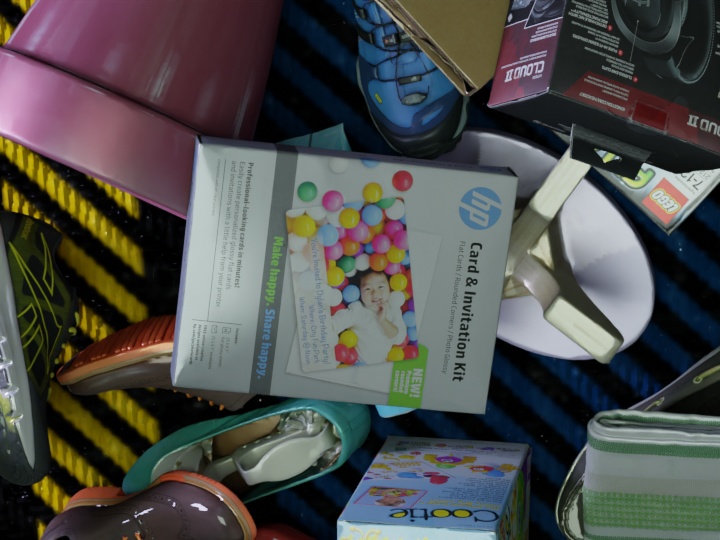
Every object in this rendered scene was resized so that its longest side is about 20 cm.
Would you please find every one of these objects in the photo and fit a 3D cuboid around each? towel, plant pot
[{"bbox_3d":[0.222,0.167,1.543,0.149,0.031,0.200,3,135,7],"label":"towel"},{"bbox_3d":[-0.139,-0.141,1.521,0.200,0.200,0.179,24,88,5],"label":"plant pot"}]

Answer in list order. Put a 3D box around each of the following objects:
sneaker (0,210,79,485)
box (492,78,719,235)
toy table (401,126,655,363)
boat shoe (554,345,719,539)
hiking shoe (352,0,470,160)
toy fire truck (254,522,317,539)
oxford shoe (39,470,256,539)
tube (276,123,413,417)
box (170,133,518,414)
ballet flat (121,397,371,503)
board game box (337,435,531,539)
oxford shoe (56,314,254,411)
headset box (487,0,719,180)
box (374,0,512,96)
[{"bbox_3d":[-0.226,0.046,1.590,0.074,0.084,0.201,-29,68,52],"label":"sneaker"},{"bbox_3d":[0.167,-0.130,1.538,0.200,0.035,0.110,41,105,0],"label":"box"},{"bbox_3d":[0.102,-0.011,1.532,0.200,0.117,0.184,26,104,5],"label":"toy table"},{"bbox_3d":[0.208,0.119,1.567,0.202,0.060,0.072,-42,92,15],"label":"boat shoe"},{"bbox_3d":[0.018,-0.167,1.494,0.074,0.087,0.200,-17,68,16],"label":"hiking shoe"},{"bbox_3d":[-0.093,0.269,1.636,0.168,0.112,0.200,22,104,24],"label":"toy fire truck"},{"bbox_3d":[-0.149,0.188,1.592,0.200,0.073,0.071,-16,111,47],"label":"oxford shoe"},{"bbox_3d":[0.000,0.000,1.584,0.077,0.050,0.200,-14,100,47],"label":"tube"},{"bbox_3d":[-0.011,0.003,1.448,0.199,0.041,0.156,6,102,-9],"label":"box"},{"bbox_3d":[-0.088,0.134,1.618,0.200,0.070,0.067,-23,97,14],"label":"ballet flat"},{"bbox_3d":[0.051,0.187,1.537,0.105,0.200,0.103,3,102,10],"label":"board game box"},{"bbox_3d":[-0.113,0.069,1.612,0.199,0.071,0.073,-11,107,14],"label":"oxford shoe"},{"bbox_3d":[0.173,-0.159,1.443,0.149,0.077,0.201,16,79,-25],"label":"headset box"},{"bbox_3d":[0.079,-0.228,1.476,0.164,0.021,0.200,47,64,-2],"label":"box"}]
